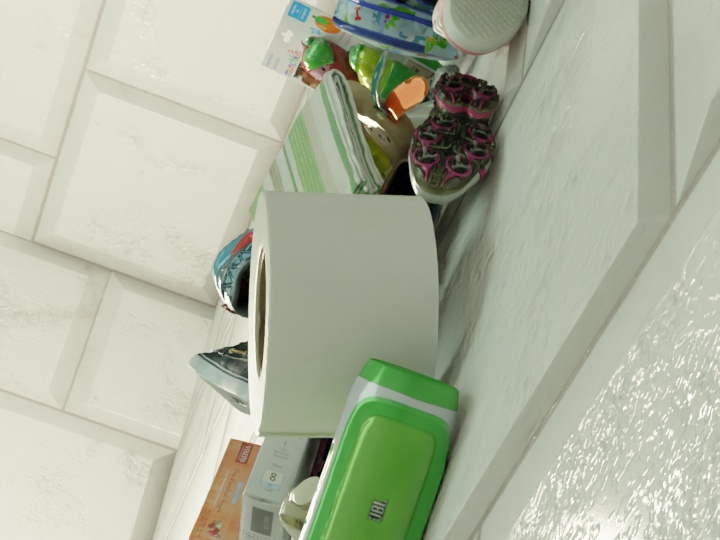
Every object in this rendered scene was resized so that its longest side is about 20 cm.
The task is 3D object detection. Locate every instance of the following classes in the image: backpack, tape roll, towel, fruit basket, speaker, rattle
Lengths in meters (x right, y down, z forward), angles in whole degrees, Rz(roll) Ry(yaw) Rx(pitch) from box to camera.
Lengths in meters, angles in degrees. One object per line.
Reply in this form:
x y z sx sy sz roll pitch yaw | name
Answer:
0.040 -0.307 1.847 0.183 0.198 0.148 -109 39 -76 | backpack
-0.018 0.036 1.460 0.203 0.137 0.205 -179 90 -82 | tape roll
-0.045 -0.070 1.662 0.201 0.030 0.150 -57 38 43 | towel
-0.011 -0.222 2.001 0.185 0.198 0.095 131 159 -67 | fruit basket
0.008 0.173 1.320 0.088 0.088 0.202 -161 90 -82 | speaker
-0.014 -0.114 1.661 0.131 0.142 0.200 66 167 1 | rattle

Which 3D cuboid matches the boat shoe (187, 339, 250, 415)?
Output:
-0.103 0.096 1.785 0.091 0.071 0.200 -52 26 -11 | boat shoe

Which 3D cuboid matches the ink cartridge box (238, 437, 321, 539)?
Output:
-0.070 0.183 1.741 0.161 0.047 0.201 98 -172 -54 | ink cartridge box

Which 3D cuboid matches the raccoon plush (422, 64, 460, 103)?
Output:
0.017 -0.168 1.907 0.097 0.133 0.201 -81 12 -58 | raccoon plush

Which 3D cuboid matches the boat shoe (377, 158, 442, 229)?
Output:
0.021 -0.008 1.606 0.072 0.071 0.202 49 -131 -63 | boat shoe

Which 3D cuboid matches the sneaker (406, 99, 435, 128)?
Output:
0.060 -0.106 1.791 0.200 0.073 0.120 -9 100 58 | sneaker

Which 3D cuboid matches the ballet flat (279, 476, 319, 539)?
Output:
-0.031 0.214 1.550 0.200 0.072 0.068 125 164 -64 | ballet flat

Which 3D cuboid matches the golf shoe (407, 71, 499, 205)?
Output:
0.081 -0.098 1.558 0.200 0.072 0.093 -65 -9 -60 | golf shoe

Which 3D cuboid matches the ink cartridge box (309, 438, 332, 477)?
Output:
-0.003 0.124 1.721 0.095 0.037 0.202 138 153 -76 | ink cartridge box

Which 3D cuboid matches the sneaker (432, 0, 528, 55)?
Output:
0.108 -0.236 1.660 0.201 0.075 0.105 -71 7 -50 | sneaker

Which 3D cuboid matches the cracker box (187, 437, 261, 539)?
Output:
-0.131 0.293 1.862 0.201 0.057 0.135 92 -165 -47 | cracker box

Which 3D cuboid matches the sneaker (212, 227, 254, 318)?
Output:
-0.069 -0.024 1.823 0.200 0.079 0.096 -46 28 18 | sneaker
